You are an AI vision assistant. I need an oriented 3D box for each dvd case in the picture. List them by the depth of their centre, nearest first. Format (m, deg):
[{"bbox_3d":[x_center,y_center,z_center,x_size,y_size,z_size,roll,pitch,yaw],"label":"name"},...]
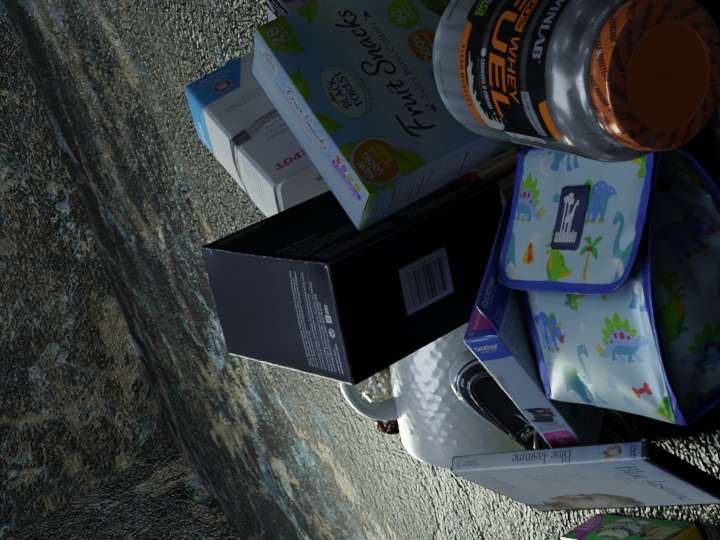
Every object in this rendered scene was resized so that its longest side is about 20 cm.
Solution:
[{"bbox_3d":[0.196,0.178,1.114,0.198,0.018,0.142,-12,150,42],"label":"dvd case"}]

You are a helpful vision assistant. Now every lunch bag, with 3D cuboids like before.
[{"bbox_3d":[0.194,-0.001,0.969,0.169,0.126,0.203,5,112,62],"label":"lunch bag"}]

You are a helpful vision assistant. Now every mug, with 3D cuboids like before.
[{"bbox_3d":[0.074,0.086,1.293,0.148,0.197,0.178,-105,4,-65],"label":"mug"}]

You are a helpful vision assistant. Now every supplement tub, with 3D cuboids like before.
[{"bbox_3d":[0.145,-0.141,0.891,0.199,0.122,0.124,22,138,60],"label":"supplement tub"}]

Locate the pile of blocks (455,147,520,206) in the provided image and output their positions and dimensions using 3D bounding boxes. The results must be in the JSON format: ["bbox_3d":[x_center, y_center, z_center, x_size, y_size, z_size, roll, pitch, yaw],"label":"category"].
[{"bbox_3d":[0.126,-0.061,1.153,0.200,0.062,0.083,49,158,35],"label":"pile of blocks"}]

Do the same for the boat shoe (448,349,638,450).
[{"bbox_3d":[0.169,0.137,1.168,0.199,0.072,0.068,32,-164,-13],"label":"boat shoe"}]

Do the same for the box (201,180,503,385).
[{"bbox_3d":[0.000,0.000,1.123,0.181,0.198,0.106,9,118,50],"label":"box"}]

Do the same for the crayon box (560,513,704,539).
[{"bbox_3d":[0.292,0.328,1.267,0.174,0.058,0.200,62,162,-1],"label":"crayon box"}]

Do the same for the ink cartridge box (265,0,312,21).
[{"bbox_3d":[-0.031,-0.221,1.374,0.200,0.044,0.095,49,160,33],"label":"ink cartridge box"}]

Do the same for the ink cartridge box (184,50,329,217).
[{"bbox_3d":[-0.080,-0.153,1.444,0.200,0.144,0.084,48,158,36],"label":"ink cartridge box"}]

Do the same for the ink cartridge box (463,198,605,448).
[{"bbox_3d":[0.146,0.052,1.081,0.042,0.120,0.200,-11,133,35],"label":"ink cartridge box"}]

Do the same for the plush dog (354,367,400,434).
[{"bbox_3d":[0.019,0.083,1.435,0.173,0.158,0.202,-105,3,-51],"label":"plush dog"}]

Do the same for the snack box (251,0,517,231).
[{"bbox_3d":[0.039,-0.152,1.039,0.170,0.198,0.068,55,161,17],"label":"snack box"}]
